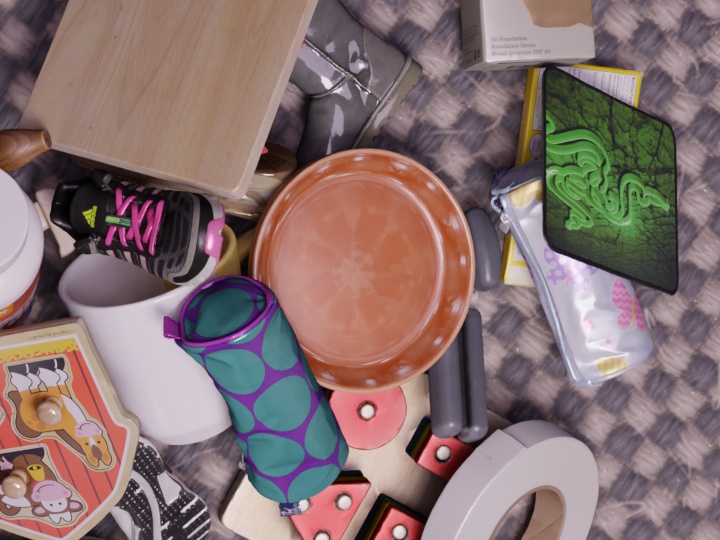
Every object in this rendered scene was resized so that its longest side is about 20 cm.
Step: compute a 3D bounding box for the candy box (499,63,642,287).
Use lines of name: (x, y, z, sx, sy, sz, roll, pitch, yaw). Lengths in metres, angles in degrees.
candy box: (0.186, -0.083, 1.643, 0.101, 0.026, 0.202, 6, 96, -15)

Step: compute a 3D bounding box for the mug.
mug: (-0.138, 0.053, 1.528, 0.185, 0.150, 0.154, -15, 116, 2)

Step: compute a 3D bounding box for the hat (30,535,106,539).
hat: (-0.253, 0.321, 1.575, 0.199, 0.081, 0.203, 0, 89, -14)

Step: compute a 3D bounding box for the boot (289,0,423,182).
boot: (-0.068, -0.174, 1.554, 0.200, 0.072, 0.183, 38, 80, -19)

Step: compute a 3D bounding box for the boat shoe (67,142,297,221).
boat shoe: (-0.152, -0.079, 1.536, 0.198, 0.071, 0.065, 12, 126, 9)

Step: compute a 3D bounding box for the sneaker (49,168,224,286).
sneaker: (-0.178, -0.036, 1.434, 0.087, 0.199, 0.074, 11, 93, -36)

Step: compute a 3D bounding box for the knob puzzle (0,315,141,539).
knob puzzle: (-0.264, 0.140, 1.433, 0.217, 0.031, 0.221, 4, 122, 6)

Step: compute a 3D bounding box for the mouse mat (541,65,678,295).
mouse mat: (0.216, -0.074, 1.583, 0.199, 0.007, 0.163, 17, 68, -44)

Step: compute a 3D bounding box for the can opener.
can opener: (0.089, 0.043, 1.586, 0.053, 0.067, 0.202, 12, 63, -30)

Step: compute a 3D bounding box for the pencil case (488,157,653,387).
pencil case: (0.182, -0.002, 1.594, 0.091, 0.083, 0.201, -39, 109, -45)

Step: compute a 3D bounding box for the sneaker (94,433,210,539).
sneaker: (-0.186, 0.179, 1.551, 0.073, 0.080, 0.201, -36, 140, -14)

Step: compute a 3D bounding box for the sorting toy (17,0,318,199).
sorting toy: (-0.140, -0.165, 1.469, 0.197, 0.070, 0.202, 16, 77, 20)

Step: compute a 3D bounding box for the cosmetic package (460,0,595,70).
cosmetic package: (0.137, -0.274, 1.572, 0.104, 0.071, 0.202, -5, 91, -11)

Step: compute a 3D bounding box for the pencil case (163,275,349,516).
pencil case: (-0.079, 0.098, 1.466, 0.092, 0.085, 0.201, -15, 129, 8)

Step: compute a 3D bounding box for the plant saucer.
plant saucer: (0.000, 0.000, 1.532, 0.198, 0.032, 0.202, -2, 94, -22)

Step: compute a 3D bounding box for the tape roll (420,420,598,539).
tape roll: (0.130, 0.226, 1.609, 0.202, 0.037, 0.204, -27, 131, -34)

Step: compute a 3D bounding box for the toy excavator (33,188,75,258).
toy excavator: (-0.326, 0.033, 1.519, 0.193, 0.100, 0.202, 0, 88, -12)

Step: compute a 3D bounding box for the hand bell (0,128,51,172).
hand bell: (-0.334, -0.079, 1.455, 0.198, 0.104, 0.105, -14, 101, 13)

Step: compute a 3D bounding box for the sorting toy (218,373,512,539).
sorting toy: (0.012, 0.181, 1.610, 0.198, 0.070, 0.201, 29, 91, -14)

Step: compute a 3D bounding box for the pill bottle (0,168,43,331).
pill bottle: (-0.296, -0.010, 1.393, 0.111, 0.200, 0.113, 4, 73, -12)
